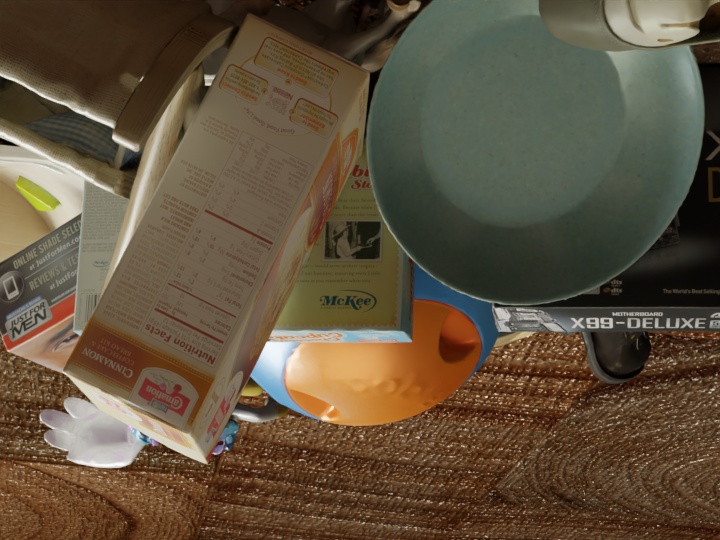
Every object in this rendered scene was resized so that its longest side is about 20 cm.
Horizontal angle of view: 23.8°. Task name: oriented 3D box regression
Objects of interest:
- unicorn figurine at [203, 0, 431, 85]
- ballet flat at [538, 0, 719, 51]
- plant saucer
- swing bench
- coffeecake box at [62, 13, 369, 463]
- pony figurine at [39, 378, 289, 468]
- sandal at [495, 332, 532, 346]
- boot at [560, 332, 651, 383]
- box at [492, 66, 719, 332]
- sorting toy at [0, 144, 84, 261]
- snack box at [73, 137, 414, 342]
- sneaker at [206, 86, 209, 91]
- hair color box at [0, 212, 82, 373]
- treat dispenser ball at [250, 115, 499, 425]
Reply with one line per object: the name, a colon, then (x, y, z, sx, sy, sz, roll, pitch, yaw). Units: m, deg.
unicorn figurine: (-0.059, -0.136, 0.949, 0.199, 0.074, 0.137, 15, 152, -22)
ballet flat: (0.188, -0.149, 0.884, 0.198, 0.068, 0.064, -6, -158, 14)
plant saucer: (0.096, -0.081, 0.977, 0.199, 0.203, 0.039, 9, -165, -16)
swing bench: (-0.178, -0.103, 0.887, 0.198, 0.130, 0.200, 27, 149, 4)
coffeecake box: (-0.071, -0.010, 0.898, 0.073, 0.201, 0.154, 26, 169, 3)
pony figurine: (-0.157, 0.087, 1.428, 0.192, 0.168, 0.199, 15, -163, 36)
sandal: (0.066, 0.010, 1.229, 0.211, 0.078, 0.070, -12, 117, 52)
boot: (0.235, 0.010, 1.270, 0.173, 0.070, 0.200, -23, 150, 19)
box: (0.181, -0.043, 1.040, 0.198, 0.159, 0.050, 0, 159, 9)
sorting toy: (-0.252, -0.049, 1.106, 0.199, 0.108, 0.180, 4, 169, -27)
snack box: (-0.067, -0.017, 1.008, 0.198, 0.117, 0.037, 0, 167, 11)
sneaker: (-0.184, -0.114, 1.055, 0.198, 0.075, 0.087, 7, 172, 8)
hair color box: (-0.153, 0.024, 1.153, 0.110, 0.064, 0.200, -30, 157, 11)
treat dispenser ball: (0.000, 0.000, 1.117, 0.199, 0.203, 0.201, 3, 159, 1)
